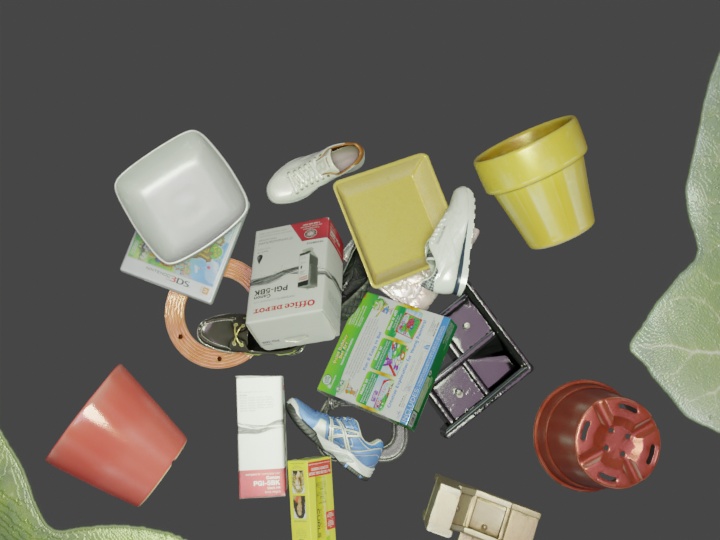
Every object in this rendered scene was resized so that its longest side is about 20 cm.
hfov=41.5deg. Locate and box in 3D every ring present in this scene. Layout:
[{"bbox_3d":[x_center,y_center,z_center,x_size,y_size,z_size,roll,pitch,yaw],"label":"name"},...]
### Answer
[{"bbox_3d":[-0.257,0.077,1.736,0.196,0.019,0.205,0,83,-2],"label":"ring"}]

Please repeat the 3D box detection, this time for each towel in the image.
[{"bbox_3d":[0.092,-0.047,1.758,0.190,0.032,0.201,37,84,2],"label":"towel"}]

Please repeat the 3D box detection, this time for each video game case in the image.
[{"bbox_3d":[-0.319,-0.062,1.734,0.179,0.022,0.203,19,78,3],"label":"video game case"}]

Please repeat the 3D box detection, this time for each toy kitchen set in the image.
[{"bbox_3d":[0.199,0.468,1.629,0.197,0.180,0.166,19,84,4],"label":"toy kitchen set"}]

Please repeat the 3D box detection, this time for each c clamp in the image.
[{"bbox_3d":[0.011,0.264,1.725,0.196,0.027,0.174,-6,90,-3],"label":"c clamp"}]

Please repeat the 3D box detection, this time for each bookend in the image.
[{"bbox_3d":[0.171,0.158,1.707,0.198,0.092,0.201,-36,85,-5],"label":"bookend"}]

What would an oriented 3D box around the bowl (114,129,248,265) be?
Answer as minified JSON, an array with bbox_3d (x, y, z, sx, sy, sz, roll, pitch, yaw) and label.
[{"bbox_3d":[-0.313,-0.123,1.699,0.198,0.075,0.201,-35,80,-7],"label":"bowl"}]

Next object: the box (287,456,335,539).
[{"bbox_3d":[-0.083,0.433,1.671,0.049,0.075,0.204,-9,81,36],"label":"box"}]

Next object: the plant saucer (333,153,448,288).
[{"bbox_3d":[0.064,-0.086,1.702,0.197,0.048,0.203,-20,84,-22],"label":"plant saucer"}]

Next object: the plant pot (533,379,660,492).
[{"bbox_3d":[0.419,0.292,1.651,0.197,0.195,0.205,0,84,-3],"label":"plant pot"}]

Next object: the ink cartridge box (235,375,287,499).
[{"bbox_3d":[-0.170,0.284,1.652,0.081,0.147,0.204,-2,84,-3],"label":"ink cartridge box"}]

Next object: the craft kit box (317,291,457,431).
[{"bbox_3d":[0.046,0.154,1.669,0.195,0.049,0.203,18,76,31],"label":"craft kit box"}]

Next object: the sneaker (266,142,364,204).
[{"bbox_3d":[-0.085,-0.187,1.740,0.198,0.085,0.074,-27,87,-4],"label":"sneaker"}]

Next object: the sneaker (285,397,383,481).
[{"bbox_3d":[-0.047,0.284,1.679,0.199,0.076,0.077,39,83,-9],"label":"sneaker"}]

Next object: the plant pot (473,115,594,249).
[{"bbox_3d":[0.328,-0.151,1.709,0.198,0.201,0.191,-26,101,-5],"label":"plant pot"}]

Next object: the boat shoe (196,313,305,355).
[{"bbox_3d":[-0.196,0.114,1.694,0.197,0.061,0.073,5,83,-2],"label":"boat shoe"}]

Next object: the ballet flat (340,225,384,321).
[{"bbox_3d":[0.000,0.000,1.704,0.066,0.057,0.203,23,76,7],"label":"ballet flat"}]

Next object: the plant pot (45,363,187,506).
[{"bbox_3d":[-0.407,0.293,1.629,0.176,0.200,0.202,38,83,-6],"label":"plant pot"}]

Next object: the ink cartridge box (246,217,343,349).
[{"bbox_3d":[-0.111,0.021,1.646,0.144,0.083,0.203,-11,51,15],"label":"ink cartridge box"}]

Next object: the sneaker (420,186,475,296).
[{"bbox_3d":[0.155,-0.057,1.666,0.079,0.077,0.203,8,69,2],"label":"sneaker"}]
